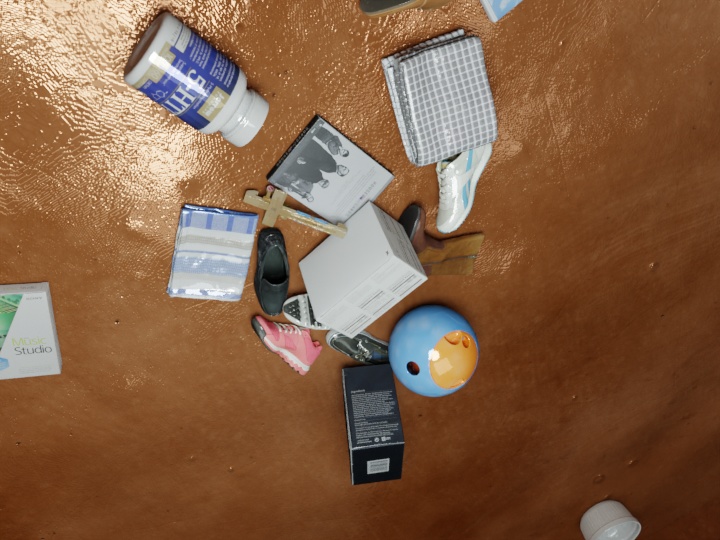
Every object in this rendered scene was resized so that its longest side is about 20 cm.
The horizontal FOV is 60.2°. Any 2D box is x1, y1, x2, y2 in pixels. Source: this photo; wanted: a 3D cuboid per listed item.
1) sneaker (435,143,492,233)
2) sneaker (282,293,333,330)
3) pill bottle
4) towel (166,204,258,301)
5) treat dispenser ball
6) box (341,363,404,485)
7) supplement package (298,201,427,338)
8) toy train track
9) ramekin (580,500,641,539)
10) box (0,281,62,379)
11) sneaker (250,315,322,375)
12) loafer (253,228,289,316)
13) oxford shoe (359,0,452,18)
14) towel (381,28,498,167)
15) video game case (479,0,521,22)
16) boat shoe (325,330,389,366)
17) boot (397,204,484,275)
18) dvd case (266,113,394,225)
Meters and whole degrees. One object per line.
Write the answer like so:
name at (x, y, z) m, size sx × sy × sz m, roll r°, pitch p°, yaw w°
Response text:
sneaker at (0.181, -0.172, 1.205) m, size 0.080 × 0.076 × 0.201 m, roll 15°, pitch 97°, yaw -26°
sneaker at (-0.077, 0.096, 1.304) m, size 0.199 × 0.076 × 0.081 m, roll 9°, pitch 159°, yaw -31°
pill bottle at (-0.245, -0.283, 0.953) m, size 0.200 × 0.120 × 0.120 m, roll 32°, pitch 109°, yaw -34°
towel at (-0.281, -0.027, 1.179) m, size 0.146 × 0.024 × 0.201 m, roll 6°, pitch 122°, yaw -22°
treat dispenser ball at (0.162, 0.177, 1.375) m, size 0.200 × 0.201 × 0.202 m, roll -10°, pitch 127°, yaw -13°
box at (0.026, 0.353, 1.420) m, size 0.123 × 0.197 × 0.201 m, roll -6°, pitch 140°, yaw -5°
supplement package at (0.000, 0.000, 1.199) m, size 0.200 × 0.156 × 0.111 m, roll -39°, pitch 137°, yaw 19°
toy train track at (-0.117, -0.111, 1.156) m, size 0.199 × 0.033 × 0.115 m, roll 21°, pitch 147°, yaw -12°
ramekin at (0.889, 0.919, 2.230) m, size 0.199 × 0.105 × 0.201 m, roll -10°, pitch 127°, yaw -13°
box at (-0.641, 0.114, 1.143) m, size 0.143 × 0.036 × 0.201 m, roll -4°, pitch 124°, yaw -18°
sneaker at (-0.156, 0.141, 1.331) m, size 0.087 × 0.074 × 0.200 m, roll -45°, pitch 132°, yaw -3°
loafer at (-0.174, 0.014, 1.220) m, size 0.068 × 0.071 × 0.201 m, roll -7°, pitch 127°, yaw -16°
oxford shoe at (0.097, -0.443, 1.001) m, size 0.199 × 0.072 × 0.071 m, roll -18°, pitch 154°, yaw 4°
towel at (0.144, -0.298, 1.082) m, size 0.165 × 0.086 × 0.201 m, roll -20°, pitch 114°, yaw -6°
video game case at (0.247, -0.545, 1.010) m, size 0.182 × 0.022 × 0.200 m, roll -37°, pitch 128°, yaw 8°
boat shoe at (0.012, 0.181, 1.415) m, size 0.199 × 0.057 × 0.069 m, roll 22°, pitch 114°, yaw -31°
boot at (0.174, -0.058, 1.300) m, size 0.199 × 0.069 × 0.189 m, roll -5°, pitch 123°, yaw -19°
dvd case at (-0.053, -0.175, 1.161) m, size 0.200 × 0.025 × 0.150 m, roll 32°, pitch 108°, yaw -35°
